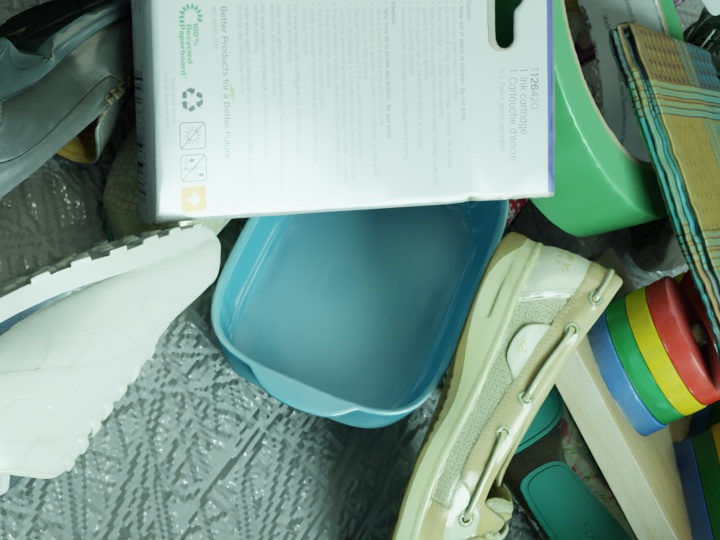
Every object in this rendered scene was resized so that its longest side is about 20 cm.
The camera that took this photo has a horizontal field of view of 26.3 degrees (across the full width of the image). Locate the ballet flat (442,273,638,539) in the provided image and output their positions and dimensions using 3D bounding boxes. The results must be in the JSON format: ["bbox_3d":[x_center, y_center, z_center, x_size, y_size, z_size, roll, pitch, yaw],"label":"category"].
[{"bbox_3d":[0.099,0.090,0.837,0.201,0.075,0.064,63,15,-4],"label":"ballet flat"}]

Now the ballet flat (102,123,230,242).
[{"bbox_3d":[-0.056,-0.083,0.762,0.067,0.062,0.201,44,55,-13],"label":"ballet flat"}]

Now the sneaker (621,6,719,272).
[{"bbox_3d":[0.237,-0.088,0.951,0.098,0.201,0.078,8,29,-26],"label":"sneaker"}]

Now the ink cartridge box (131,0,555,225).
[{"bbox_3d":[-0.007,-0.127,0.713,0.198,0.047,0.200,-5,99,-22],"label":"ink cartridge box"}]

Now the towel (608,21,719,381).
[{"bbox_3d":[0.191,-0.031,0.826,0.146,0.022,0.202,-1,72,-61],"label":"towel"}]

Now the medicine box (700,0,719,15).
[{"bbox_3d":[0.202,-0.277,0.897,0.201,0.103,0.182,53,30,-10],"label":"medicine box"}]

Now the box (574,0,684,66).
[{"bbox_3d":[0.168,-0.269,1.034,0.176,0.096,0.201,-35,94,-44],"label":"box"}]

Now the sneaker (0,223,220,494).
[{"bbox_3d":[-0.133,0.041,0.654,0.199,0.076,0.081,-31,100,-38],"label":"sneaker"}]

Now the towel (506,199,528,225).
[{"bbox_3d":[0.059,-0.103,0.913,0.145,0.022,0.200,51,47,-9],"label":"towel"}]

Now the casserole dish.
[{"bbox_3d":[0.000,0.000,0.776,0.120,0.039,0.201,22,53,4],"label":"casserole dish"}]

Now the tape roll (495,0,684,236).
[{"bbox_3d":[0.122,-0.122,0.837,0.200,0.048,0.203,27,56,-50],"label":"tape roll"}]

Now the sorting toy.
[{"bbox_3d":[0.185,0.084,0.842,0.201,0.069,0.199,62,20,-1],"label":"sorting toy"}]

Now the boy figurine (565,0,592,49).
[{"bbox_3d":[0.093,-0.170,0.915,0.124,0.064,0.202,20,63,-32],"label":"boy figurine"}]

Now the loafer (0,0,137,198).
[{"bbox_3d":[-0.140,-0.083,0.711,0.199,0.072,0.073,-34,114,-41],"label":"loafer"}]

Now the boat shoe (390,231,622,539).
[{"bbox_3d":[0.063,0.086,0.735,0.063,0.073,0.203,19,89,9],"label":"boat shoe"}]
